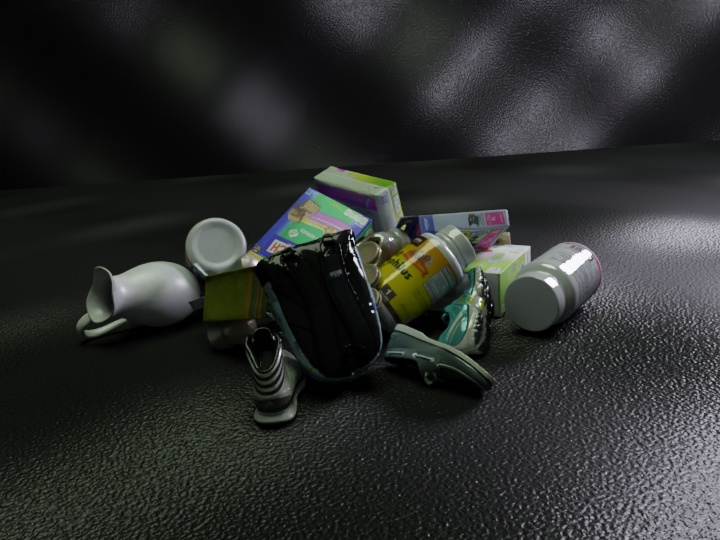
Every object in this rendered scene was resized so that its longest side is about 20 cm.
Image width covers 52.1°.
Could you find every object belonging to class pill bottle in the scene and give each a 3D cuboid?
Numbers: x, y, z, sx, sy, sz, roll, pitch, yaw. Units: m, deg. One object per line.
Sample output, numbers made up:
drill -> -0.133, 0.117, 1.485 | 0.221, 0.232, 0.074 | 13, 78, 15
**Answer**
pill bottle -> 0.331, 0.028, 1.267 | 0.113, 0.114, 0.200 | 7, 19, 35
pill bottle -> -0.294, -0.020, 1.476 | 0.116, 0.116, 0.200 | -10, -14, -17
pill bottle -> 0.098, 0.011, 1.266 | 0.200, 0.109, 0.109 | -38, 24, -10

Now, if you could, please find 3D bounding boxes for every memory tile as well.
memory tile -> -0.031, 0.047, 1.222 | 0.153, 0.017, 0.200 | -20, 47, 25

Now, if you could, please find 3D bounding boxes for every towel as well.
towel -> -0.199, 0.038, 1.179 | 0.018, 0.086, 0.200 | 14, -15, -39

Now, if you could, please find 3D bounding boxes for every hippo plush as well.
hippo plush -> -0.183, 0.065, 1.294 | 0.161, 0.160, 0.200 | 12, -15, -40

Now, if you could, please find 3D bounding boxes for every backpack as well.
backpack -> -0.048, 0.067, 1.078 | 0.163, 0.200, 0.154 | -22, -20, -20

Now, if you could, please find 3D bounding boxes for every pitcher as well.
pitcher -> -0.412, 0.061, 1.363 | 0.200, 0.172, 0.121 | -3, 53, -51

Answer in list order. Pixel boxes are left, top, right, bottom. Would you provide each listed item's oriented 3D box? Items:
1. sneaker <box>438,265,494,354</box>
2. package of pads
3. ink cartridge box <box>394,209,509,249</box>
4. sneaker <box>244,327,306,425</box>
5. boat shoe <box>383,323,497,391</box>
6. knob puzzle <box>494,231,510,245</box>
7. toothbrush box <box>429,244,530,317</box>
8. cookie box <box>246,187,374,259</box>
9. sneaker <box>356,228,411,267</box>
sneaker -> 0.172, 0.061, 1.211 | 0.080, 0.078, 0.200 | -9, 32, 25
package of pads -> 0.002, -0.121, 1.526 | 0.068, 0.155, 0.200 | -36, 37, -29
ink cartridge box -> 0.162, -0.069, 1.368 | 0.200, 0.042, 0.119 | -3, -18, -10
sneaker -> -0.119, 0.125, 1.046 | 0.076, 0.116, 0.201 | -5, 16, -3
boat shoe -> 0.111, 0.140, 1.073 | 0.200, 0.073, 0.062 | 23, 74, 46
knob puzzle -> 0.216, -0.059, 1.550 | 0.219, 0.031, 0.220 | 9, -17, 3
toothbrush box -> 0.227, 0.012, 1.401 | 0.145, 0.086, 0.200 | 5, 17, 29
cookie box -> -0.096, -0.046, 1.456 | 0.171, 0.075, 0.200 | 29, 68, 28
sneaker -> 0.000, 0.000, 1.326 | 0.081, 0.200, 0.088 | 46, 18, 31
